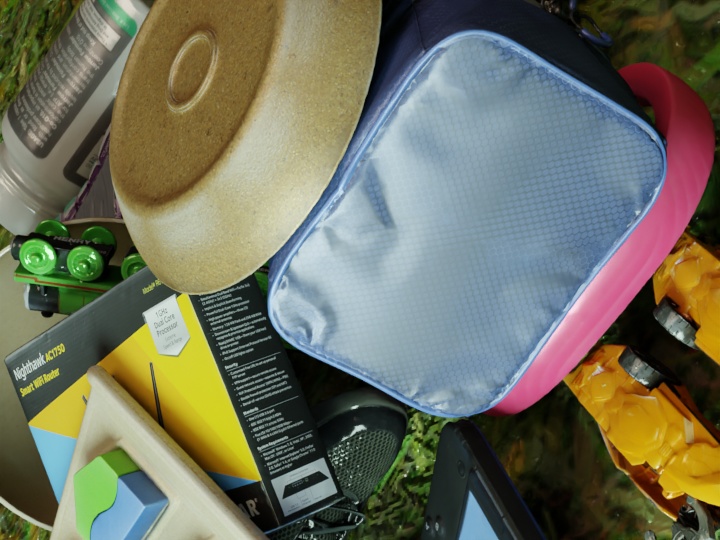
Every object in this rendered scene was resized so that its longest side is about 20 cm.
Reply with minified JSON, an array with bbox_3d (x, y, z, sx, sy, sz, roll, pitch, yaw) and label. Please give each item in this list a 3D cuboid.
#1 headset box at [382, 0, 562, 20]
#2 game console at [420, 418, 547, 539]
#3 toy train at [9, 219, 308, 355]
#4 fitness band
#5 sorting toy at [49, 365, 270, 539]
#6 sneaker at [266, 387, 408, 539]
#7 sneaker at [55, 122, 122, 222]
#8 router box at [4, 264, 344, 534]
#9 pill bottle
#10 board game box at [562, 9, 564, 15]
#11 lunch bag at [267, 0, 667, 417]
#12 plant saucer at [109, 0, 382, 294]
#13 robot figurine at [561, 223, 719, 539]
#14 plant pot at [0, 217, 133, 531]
[{"bbox_3d":[-0.009,-0.096,0.843,0.077,0.149,0.200,47,111,33],"label":"headset box"},{"bbox_3d":[0.027,0.199,0.741,0.200,0.118,0.171,-121,31,-47],"label":"game console"},{"bbox_3d":[-0.109,0.012,0.928,0.042,0.199,0.057,-75,-8,-64],"label":"toy train"},{"bbox_3d":[0.107,-0.014,0.807,0.200,0.037,0.144,-54,20,20],"label":"fitness band"},{"bbox_3d":[-0.110,0.177,0.821,0.185,0.036,0.200,40,128,33],"label":"sorting toy"},{"bbox_3d":[-0.029,0.159,0.881,0.200,0.076,0.114,-49,41,25],"label":"sneaker"},{"bbox_3d":[-0.174,-0.019,1.094,0.200,0.074,0.088,-67,24,19],"label":"sneaker"},{"bbox_3d":[-0.109,0.084,0.859,0.200,0.051,0.150,-29,82,48],"label":"router box"},{"bbox_3d":[-0.192,-0.116,1.159,0.200,0.113,0.113,-50,39,17],"label":"pill bottle"},{"bbox_3d":[0.025,-0.127,0.936,0.200,0.034,0.136,-24,77,28],"label":"board game box"},{"bbox_3d":[0.045,-0.050,0.750,0.200,0.136,0.132,-53,20,17],"label":"lunch bag"},{"bbox_3d":[-0.068,-0.089,0.748,0.200,0.035,0.201,-28,52,43],"label":"plant saucer"},{"bbox_3d":[0.176,0.068,0.694,0.145,0.058,0.200,-55,37,14],"label":"robot figurine"},{"bbox_3d":[-0.157,0.059,1.022,0.201,0.200,0.134,-60,4,6],"label":"plant pot"}]
